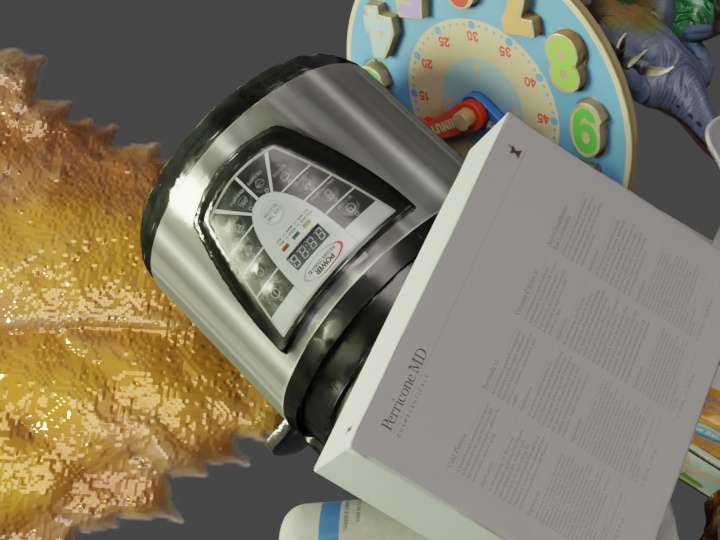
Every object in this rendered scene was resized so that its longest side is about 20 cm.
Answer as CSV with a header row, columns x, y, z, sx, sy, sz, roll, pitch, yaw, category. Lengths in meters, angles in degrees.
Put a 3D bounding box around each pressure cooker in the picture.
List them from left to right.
x,y,z,sx,sy,sz,roll,pitch,yaw,category
0.002,0.000,0.905,0.178,0.176,0.200,-32,67,-34,pressure cooker

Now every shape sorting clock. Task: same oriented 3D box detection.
x,y,z,sx,sy,sz,roll,pitch,yaw,category
0.068,-0.093,0.931,0.200,0.200,0.039,37,52,18,shape sorting clock

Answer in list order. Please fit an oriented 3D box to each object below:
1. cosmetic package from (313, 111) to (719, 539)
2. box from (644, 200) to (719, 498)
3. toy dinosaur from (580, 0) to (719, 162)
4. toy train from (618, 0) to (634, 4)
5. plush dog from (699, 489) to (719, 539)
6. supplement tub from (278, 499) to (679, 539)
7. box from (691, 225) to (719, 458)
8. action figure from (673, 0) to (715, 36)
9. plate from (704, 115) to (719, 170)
x,y,z,sx,sy,sz,roll,pitch,yaw,category
0.087,0.045,0.786,0.151,0.052,0.200,33,60,-10,cosmetic package
0.210,0.063,0.920,0.200,0.060,0.117,31,73,16,box
0.179,-0.125,0.944,0.105,0.200,0.182,-29,78,-5,toy dinosaur
0.166,-0.247,1.057,0.042,0.056,0.201,-2,67,4,toy train
0.233,0.159,0.775,0.160,0.200,0.172,-20,81,-43,plush dog
0.062,0.179,0.846,0.199,0.132,0.132,-5,67,4,supplement tub
0.241,0.015,0.883,0.119,0.042,0.200,23,68,14,box
0.247,-0.228,1.043,0.118,0.055,0.200,29,79,14,action figure
0.300,-0.016,0.856,0.199,0.032,0.200,-20,74,-15,plate
